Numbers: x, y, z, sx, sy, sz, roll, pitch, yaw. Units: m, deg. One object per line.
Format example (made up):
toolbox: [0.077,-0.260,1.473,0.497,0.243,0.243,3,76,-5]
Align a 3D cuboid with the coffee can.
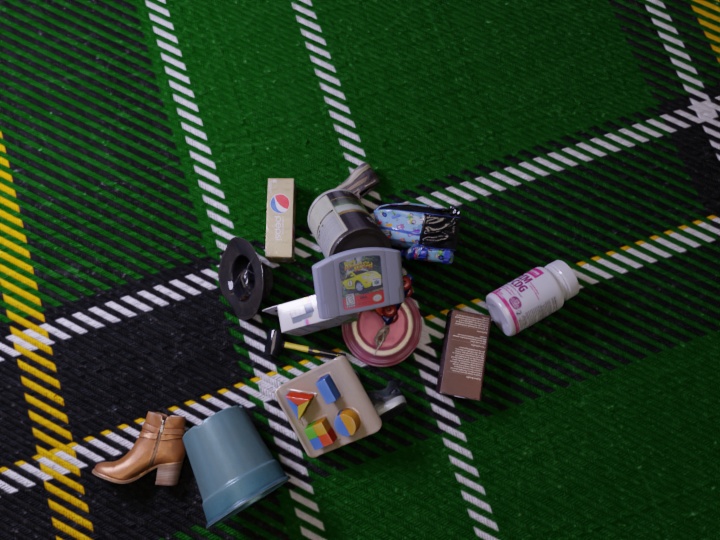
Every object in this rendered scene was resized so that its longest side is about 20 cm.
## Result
coffee can: [-0.030,-0.081,1.277,0.145,0.147,0.201,-25,39,-5]

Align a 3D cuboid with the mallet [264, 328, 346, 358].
mallet: [-0.136,0.200,1.328,0.198,0.041,0.067,19,80,-1]

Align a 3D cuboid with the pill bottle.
pill bottle: [0.413,0.062,1.321,0.198,0.113,0.114,-28,81,-6]

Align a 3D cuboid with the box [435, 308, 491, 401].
box: [0.246,0.202,1.314,0.099,0.075,0.203,11,78,1]

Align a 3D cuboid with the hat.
hat: [-0.261,0.015,1.327,0.080,0.200,0.203,-6,76,-43]

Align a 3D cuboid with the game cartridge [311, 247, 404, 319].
game cartridge: [-0.002,0.021,1.181,0.197,0.041,0.135,-11,102,-16]

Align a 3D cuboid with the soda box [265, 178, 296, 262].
soda box: [-0.198,-0.124,1.372,0.067,0.064,0.203,1,79,-1]

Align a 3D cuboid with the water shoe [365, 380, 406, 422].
water shoe: [0.010,0.329,1.299,0.198,0.072,0.079,-22,51,-2]

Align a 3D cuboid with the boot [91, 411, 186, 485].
boot: [-0.502,0.404,1.266,0.197,0.074,0.157,7,80,-12]

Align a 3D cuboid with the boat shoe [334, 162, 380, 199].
boat shoe: [-0.028,-0.182,1.380,0.073,0.075,0.200,42,83,7]

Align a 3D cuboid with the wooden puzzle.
wooden puzzle: [-0.078,0.311,1.225,0.199,0.046,0.187,-29,91,19]

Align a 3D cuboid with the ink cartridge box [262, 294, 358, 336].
ink cartridge box: [-0.115,0.104,1.281,0.198,0.117,0.068,-16,75,13]

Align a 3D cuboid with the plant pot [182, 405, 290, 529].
plant pot: [-0.285,0.420,1.213,0.199,0.200,0.197,-29,73,-6]

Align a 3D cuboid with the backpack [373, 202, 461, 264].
backpack: [0.126,-0.093,1.311,0.197,0.183,0.137,6,95,-2]

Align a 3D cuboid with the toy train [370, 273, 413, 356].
toy train: [0.034,0.082,1.281,0.115,0.085,0.201,28,80,15]

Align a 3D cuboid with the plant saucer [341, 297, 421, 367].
plant saucer: [0.052,0.131,1.335,0.198,0.051,0.203,0,79,-1]

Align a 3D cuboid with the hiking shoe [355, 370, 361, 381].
hiking shoe: [-0.098,0.272,1.287,0.198,0.087,0.075,-18,80,-4]
